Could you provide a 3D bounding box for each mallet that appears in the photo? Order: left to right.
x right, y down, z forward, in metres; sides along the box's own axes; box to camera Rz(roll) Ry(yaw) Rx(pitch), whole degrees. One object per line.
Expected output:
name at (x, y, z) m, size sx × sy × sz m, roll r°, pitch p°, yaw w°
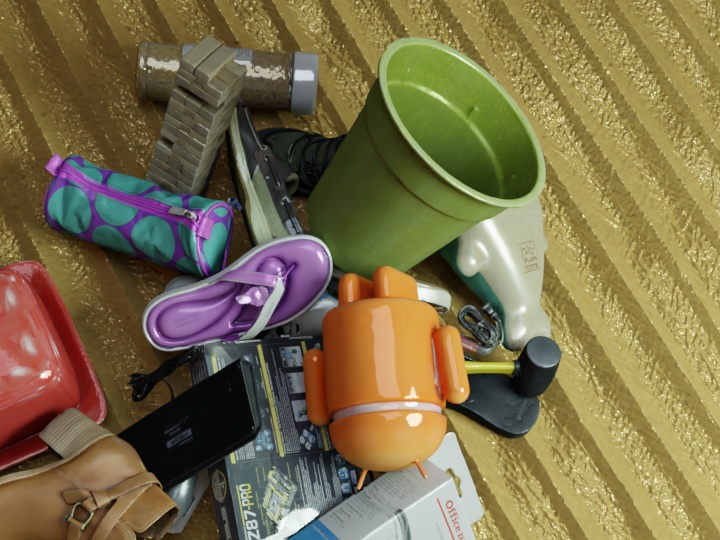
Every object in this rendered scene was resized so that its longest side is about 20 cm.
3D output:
mallet at (0.106, 0.092, 1.425) m, size 0.198 × 0.066 × 0.042 m, roll 5°, pitch 54°, yaw -16°

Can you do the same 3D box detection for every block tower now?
block tower at (-0.172, -0.139, 1.459) m, size 0.054 × 0.201 × 0.058 m, roll 32°, pitch 45°, yaw 8°

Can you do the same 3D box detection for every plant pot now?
plant pot at (0.045, -0.089, 1.392) m, size 0.199 × 0.190 × 0.201 m, roll 26°, pitch 40°, yaw -25°

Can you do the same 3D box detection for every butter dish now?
butter dish at (-0.368, 0.081, 1.373) m, size 0.198 × 0.148 × 0.201 m, roll -23°, pitch 70°, yaw -16°

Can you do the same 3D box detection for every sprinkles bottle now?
sprinkles bottle at (-0.146, -0.213, 1.569) m, size 0.197 × 0.068 × 0.069 m, roll 4°, pitch 66°, yaw -4°

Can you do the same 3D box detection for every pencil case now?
pencil case at (-0.225, -0.056, 1.454) m, size 0.198 × 0.093 × 0.086 m, roll 17°, pitch 62°, yaw 20°

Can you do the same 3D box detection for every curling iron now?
curling iron at (0.050, 0.038, 1.430) m, size 0.198 × 0.026 × 0.050 m, roll 16°, pitch 72°, yaw 12°

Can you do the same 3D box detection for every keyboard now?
keyboard at (-0.171, 0.137, 1.353) m, size 0.020 × 0.199 × 0.128 m, roll 13°, pitch 53°, yaw -49°

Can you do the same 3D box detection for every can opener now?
can opener at (-0.146, 0.167, 1.400) m, size 0.053 × 0.067 × 0.201 m, roll 39°, pitch 68°, yaw -22°

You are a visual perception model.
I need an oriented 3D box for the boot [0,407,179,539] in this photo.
boot at (-0.276, 0.246, 1.331) m, size 0.155 × 0.077 × 0.200 m, roll 37°, pitch 73°, yaw 22°

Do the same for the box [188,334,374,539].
box at (-0.072, 0.166, 1.388) m, size 0.160 × 0.049 × 0.202 m, roll -3°, pitch 71°, yaw -33°

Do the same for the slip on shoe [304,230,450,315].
slip on shoe at (0.000, 0.000, 1.492) m, size 0.198 × 0.076 × 0.061 m, roll 11°, pitch 73°, yaw 7°

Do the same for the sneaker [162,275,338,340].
sneaker at (-0.108, 0.050, 1.454) m, size 0.197 × 0.072 × 0.073 m, roll 4°, pitch 51°, yaw 2°

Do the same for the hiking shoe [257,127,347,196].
hiking shoe at (-0.025, -0.122, 1.524) m, size 0.198 × 0.101 × 0.076 m, roll 15°, pitch 65°, yaw 0°

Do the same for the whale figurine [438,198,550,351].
whale figurine at (0.137, -0.013, 1.505) m, size 0.158 × 0.103 × 0.202 m, roll -16°, pitch 89°, yaw -50°

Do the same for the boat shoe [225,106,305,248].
boat shoe at (-0.095, -0.085, 1.477) m, size 0.065 × 0.072 × 0.203 m, roll -12°, pitch 62°, yaw -8°

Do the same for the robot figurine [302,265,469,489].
robot figurine at (0.021, 0.101, 1.346) m, size 0.142 × 0.117 × 0.202 m, roll -1°, pitch 74°, yaw -10°

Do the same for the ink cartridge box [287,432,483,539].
ink cartridge box at (0.042, 0.258, 1.354) m, size 0.199 × 0.117 × 0.068 m, roll -32°, pitch 29°, yaw -18°

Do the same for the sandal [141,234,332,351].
sandal at (-0.117, 0.033, 1.388) m, size 0.201 × 0.050 × 0.083 m, roll -25°, pitch 106°, yaw 6°

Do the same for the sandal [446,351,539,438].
sandal at (0.092, 0.109, 1.469) m, size 0.198 × 0.043 × 0.077 m, roll 18°, pitch 66°, yaw 2°
